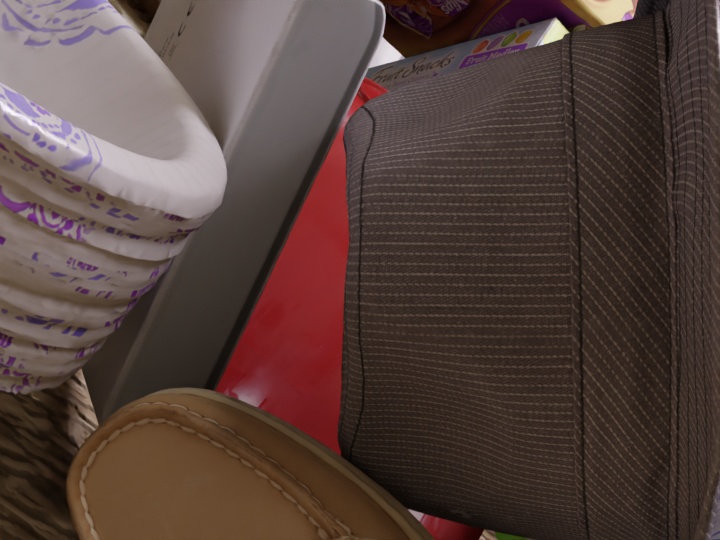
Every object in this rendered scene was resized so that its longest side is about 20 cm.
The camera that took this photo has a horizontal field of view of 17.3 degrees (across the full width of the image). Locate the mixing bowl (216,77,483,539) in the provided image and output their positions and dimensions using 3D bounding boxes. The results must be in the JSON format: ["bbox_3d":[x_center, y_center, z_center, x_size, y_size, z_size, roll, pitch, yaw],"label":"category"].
[{"bbox_3d":[0.000,0.000,0.869,0.200,0.109,0.200,39,9,-8],"label":"mixing bowl"}]

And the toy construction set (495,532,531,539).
[{"bbox_3d":[0.120,0.110,0.842,0.200,0.092,0.132,27,44,-58],"label":"toy construction set"}]

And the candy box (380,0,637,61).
[{"bbox_3d":[0.077,-0.103,0.977,0.200,0.057,0.116,39,-27,-25],"label":"candy box"}]

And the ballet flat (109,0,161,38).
[{"bbox_3d":[-0.102,-0.104,1.075,0.200,0.069,0.071,44,28,19],"label":"ballet flat"}]

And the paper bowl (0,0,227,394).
[{"bbox_3d":[-0.137,-0.047,0.561,0.200,0.104,0.201,40,10,-8],"label":"paper bowl"}]

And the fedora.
[{"bbox_3d":[0.040,0.004,0.590,0.090,0.178,0.200,-1,-5,5],"label":"fedora"}]

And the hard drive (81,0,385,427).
[{"bbox_3d":[-0.049,-0.035,0.697,0.026,0.132,0.200,23,8,-16],"label":"hard drive"}]

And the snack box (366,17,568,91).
[{"bbox_3d":[0.078,-0.006,1.009,0.200,0.068,0.168,44,-27,-25],"label":"snack box"}]

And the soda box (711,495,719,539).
[{"bbox_3d":[0.147,0.077,0.725,0.069,0.063,0.200,60,17,-3],"label":"soda box"}]

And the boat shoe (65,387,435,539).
[{"bbox_3d":[-0.002,0.100,0.529,0.200,0.074,0.069,46,5,20],"label":"boat shoe"}]

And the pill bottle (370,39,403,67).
[{"bbox_3d":[0.021,-0.065,1.212,0.200,0.112,0.111,39,10,-9],"label":"pill bottle"}]
